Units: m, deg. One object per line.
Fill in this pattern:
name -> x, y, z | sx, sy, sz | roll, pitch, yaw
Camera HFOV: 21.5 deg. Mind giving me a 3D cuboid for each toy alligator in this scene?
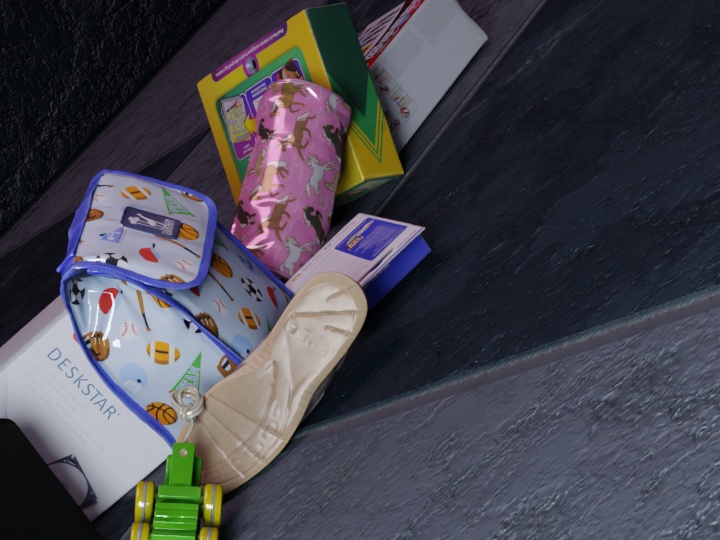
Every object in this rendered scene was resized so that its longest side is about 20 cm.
toy alligator -> -0.126, 0.166, 1.324 | 0.200, 0.059, 0.054 | -90, 4, -52

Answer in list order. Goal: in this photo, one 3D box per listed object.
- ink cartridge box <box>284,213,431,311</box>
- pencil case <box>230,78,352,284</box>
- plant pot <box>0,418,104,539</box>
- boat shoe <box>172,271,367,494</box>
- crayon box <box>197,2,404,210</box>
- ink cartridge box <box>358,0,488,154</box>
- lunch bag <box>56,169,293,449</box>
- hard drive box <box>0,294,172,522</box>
ink cartridge box -> 0.000, 0.000, 1.547 | 0.095, 0.037, 0.200 | -44, 11, -7
pencil case -> -0.067, -0.072, 1.698 | 0.083, 0.086, 0.201 | -13, 56, 48
plant pot -> -0.310, 0.225, 1.434 | 0.200, 0.200, 0.177 | -35, 5, 28
boat shoe -> -0.061, 0.086, 1.403 | 0.200, 0.072, 0.065 | -53, -12, 6
crayon box -> -0.062, -0.139, 1.842 | 0.058, 0.173, 0.200 | -15, -6, -39
ink cartridge box -> 0.010, -0.181, 1.956 | 0.175, 0.084, 0.200 | -25, 23, 51
lunch bag -> -0.151, 0.024, 1.507 | 0.124, 0.200, 0.170 | -38, 21, 19
hard drive box -> -0.248, 0.122, 1.614 | 0.200, 0.156, 0.077 | -41, 14, 8
